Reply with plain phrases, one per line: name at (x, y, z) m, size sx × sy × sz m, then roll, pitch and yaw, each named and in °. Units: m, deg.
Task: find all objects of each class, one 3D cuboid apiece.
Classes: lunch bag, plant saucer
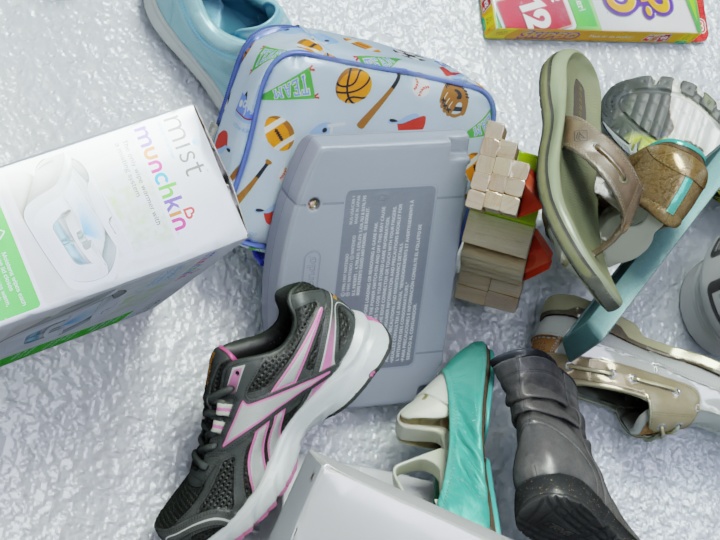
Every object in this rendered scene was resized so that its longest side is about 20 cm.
lunch bag at (-0.013, -0.077, 1.392) m, size 0.199 × 0.076 × 0.161 m, roll 9°, pitch 108°, yaw -27°
plant saucer at (0.210, -0.020, 1.437) m, size 0.019 × 0.070 × 0.200 m, roll 41°, pitch 70°, yaw 0°

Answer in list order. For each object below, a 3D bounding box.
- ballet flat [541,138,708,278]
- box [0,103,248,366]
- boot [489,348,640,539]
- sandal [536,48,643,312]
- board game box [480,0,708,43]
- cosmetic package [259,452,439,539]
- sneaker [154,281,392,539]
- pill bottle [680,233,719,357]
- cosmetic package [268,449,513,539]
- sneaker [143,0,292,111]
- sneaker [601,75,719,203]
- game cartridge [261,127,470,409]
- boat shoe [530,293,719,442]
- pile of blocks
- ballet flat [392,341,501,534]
ballet flat at (0.175, -0.033, 1.421) m, size 0.068 × 0.200 × 0.073 m, roll 28°, pitch 69°, yaw -17°
box at (-0.192, -0.013, 1.264) m, size 0.176 × 0.200 × 0.097 m, roll -20°, pitch 85°, yaw -27°
boot at (0.151, 0.141, 1.404) m, size 0.070 × 0.200 × 0.132 m, roll -16°, pitch 54°, yaw 12°
sandal at (0.154, -0.068, 1.330) m, size 0.080 × 0.057 × 0.202 m, roll 46°, pitch 36°, yaw -49°
board game box at (0.184, -0.226, 1.576) m, size 0.199 × 0.030 × 0.096 m, roll -1°, pitch 77°, yaw -25°
cosmetic package at (0.010, 0.226, 1.329) m, size 0.150 × 0.052 × 0.201 m, roll 13°, pitch 50°, yaw -17°
sneaker at (-0.076, 0.090, 1.326) m, size 0.086 × 0.080 × 0.200 m, roll 41°, pitch 81°, yaw -23°
pill bottle at (0.316, 0.005, 1.468) m, size 0.110 × 0.200 × 0.111 m, roll 6°, pitch 74°, yaw -21°
cosmetic package at (0.040, 0.200, 1.245) m, size 0.199 × 0.085 × 0.108 m, roll 26°, pitch 89°, yaw -7°
sneaker at (-0.067, -0.143, 1.415) m, size 0.200 × 0.082 × 0.074 m, roll 42°, pitch 66°, yaw -11°
sneaker at (0.272, -0.080, 1.549) m, size 0.199 × 0.085 × 0.075 m, roll 26°, pitch 74°, yaw 9°
game cartridge at (0.000, 0.000, 1.373) m, size 0.133 × 0.040 × 0.201 m, roll -5°, pitch 117°, yaw -26°
boat shoe at (0.214, 0.091, 1.478) m, size 0.199 × 0.075 × 0.069 m, roll 24°, pitch 69°, yaw -3°
pile of blocks at (0.107, -0.035, 1.390) m, size 0.062 × 0.200 × 0.082 m, roll 15°, pitch 65°, yaw 6°
ballet flat at (0.057, 0.122, 1.363) m, size 0.070 × 0.068 × 0.201 m, roll 7°, pitch 47°, yaw -7°
